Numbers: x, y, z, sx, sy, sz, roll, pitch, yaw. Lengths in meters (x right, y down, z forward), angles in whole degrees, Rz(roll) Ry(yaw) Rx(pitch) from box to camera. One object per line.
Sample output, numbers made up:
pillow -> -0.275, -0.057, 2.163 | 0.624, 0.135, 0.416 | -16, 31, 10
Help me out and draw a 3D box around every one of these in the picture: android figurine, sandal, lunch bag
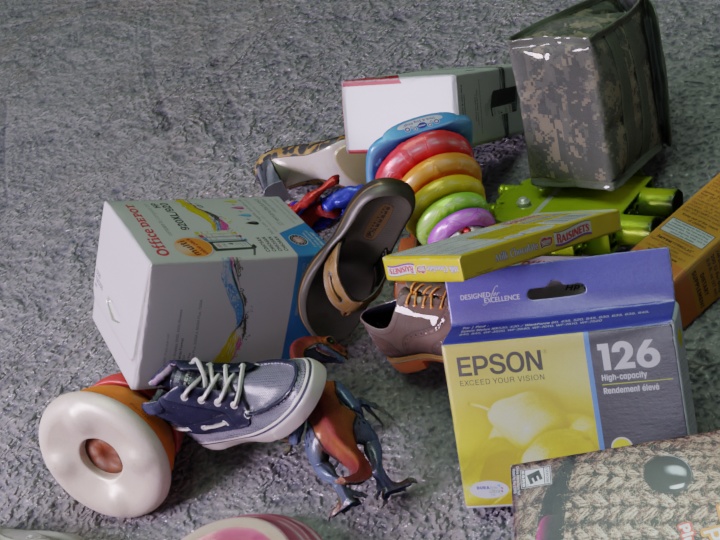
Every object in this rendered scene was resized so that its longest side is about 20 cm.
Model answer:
android figurine -> 0.221, -0.063, 1.207 | 0.200, 0.041, 0.182 | 9, 35, 35
sandal -> 0.000, 0.000, 1.137 | 0.200, 0.082, 0.055 | -58, 37, 32
lunch bag -> 0.256, -0.193, 1.217 | 0.118, 0.164, 0.200 | 7, 30, 39

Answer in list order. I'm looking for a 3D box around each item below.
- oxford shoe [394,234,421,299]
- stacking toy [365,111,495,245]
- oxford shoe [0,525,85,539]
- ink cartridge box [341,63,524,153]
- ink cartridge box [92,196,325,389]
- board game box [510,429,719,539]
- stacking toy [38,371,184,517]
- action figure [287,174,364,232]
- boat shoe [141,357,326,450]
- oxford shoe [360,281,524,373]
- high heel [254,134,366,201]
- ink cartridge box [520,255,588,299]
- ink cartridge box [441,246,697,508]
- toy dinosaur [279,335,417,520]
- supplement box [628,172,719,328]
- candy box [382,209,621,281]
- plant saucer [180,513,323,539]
oxford shoe -> 0.087, -0.041, 1.261 | 0.073, 0.071, 0.200 | 4, 52, 11
stacking toy -> 0.089, -0.049, 1.147 | 0.116, 0.110, 0.200 | -17, 55, -10
oxford shoe -> -0.337, 0.284, 1.152 | 0.200, 0.075, 0.058 | -5, 1, 36
ink cartridge box -> 0.092, -0.185, 1.330 | 0.144, 0.084, 0.200 | 2, 12, 32
ink cartridge box -> -0.155, 0.018, 1.202 | 0.200, 0.145, 0.147 | -4, 29, -30
board game box -> 0.221, 0.217, 0.855 | 0.200, 0.097, 0.160 | -13, 48, 17
stacking toy -> -0.220, 0.144, 1.211 | 0.146, 0.146, 0.200 | -4, 25, 26
action figure -> -0.026, -0.079, 1.372 | 0.200, 0.065, 0.052 | -16, 62, 12
boat shoe -> -0.123, 0.113, 1.075 | 0.200, 0.093, 0.075 | -28, 41, 45
oxford shoe -> 0.071, 0.042, 1.081 | 0.200, 0.073, 0.071 | -27, 26, 49
high heel -> -0.035, -0.143, 1.456 | 0.200, 0.071, 0.143 | -18, 22, -3
ink cartridge box -> 0.180, 0.049, 1.105 | 0.116, 0.067, 0.200 | 1, 46, 32
ink cartridge box -> 0.170, 0.093, 0.974 | 0.197, 0.200, 0.047 | -8, 7, 23
toy dinosaur -> -0.018, 0.126, 1.077 | 0.105, 0.200, 0.182 | -19, 69, -15
supplement box -> 0.344, -0.038, 1.111 | 0.200, 0.067, 0.069 | -41, 40, -15
candy box -> 0.128, -0.024, 1.038 | 0.200, 0.026, 0.102 | -16, 8, -36
plant saucer -> -0.116, 0.290, 1.018 | 0.200, 0.051, 0.201 | -16, 39, 13
